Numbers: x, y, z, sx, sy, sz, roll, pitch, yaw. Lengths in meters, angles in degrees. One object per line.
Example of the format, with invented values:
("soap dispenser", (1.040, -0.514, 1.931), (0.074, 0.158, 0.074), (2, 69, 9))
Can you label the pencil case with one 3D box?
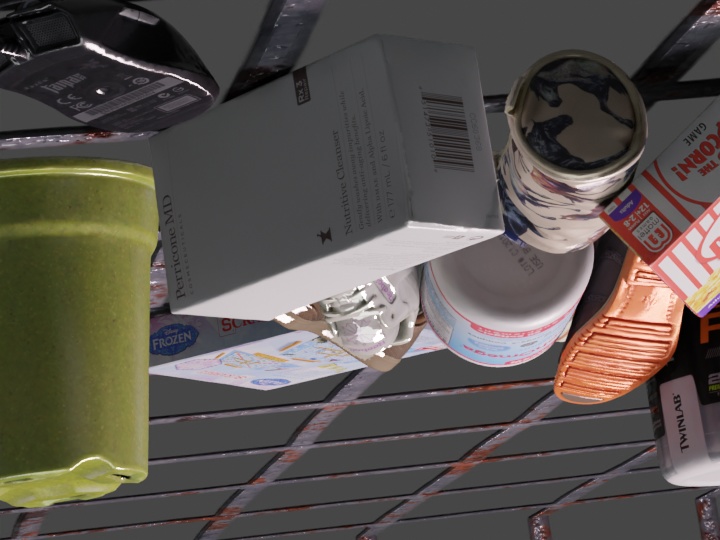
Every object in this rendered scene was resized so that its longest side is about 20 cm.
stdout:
("pencil case", (0.117, -0.067, 1.551), (0.089, 0.078, 0.200), (8, 168, 1))

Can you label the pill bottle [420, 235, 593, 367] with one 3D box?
("pill bottle", (0.096, 0.005, 1.798), (0.109, 0.109, 0.200), (-7, 168, -2))

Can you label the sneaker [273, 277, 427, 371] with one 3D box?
("sneaker", (-0.023, 0.005, 1.861), (0.076, 0.070, 0.200), (-51, 140, 9))

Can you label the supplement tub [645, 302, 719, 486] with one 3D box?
("supplement tub", (0.257, 0.045, 1.871), (0.122, 0.200, 0.123), (-9, 168, -2))

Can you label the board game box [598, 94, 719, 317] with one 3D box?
("board game box", (0.227, -0.053, 1.591), (0.152, 0.046, 0.200), (-45, 162, 5))

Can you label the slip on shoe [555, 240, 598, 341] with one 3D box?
("slip on shoe", (0.152, 0.007, 1.977), (0.061, 0.074, 0.200), (27, 172, 0))

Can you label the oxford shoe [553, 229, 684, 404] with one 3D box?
("oxford shoe", (0.185, 0.014, 1.818), (0.071, 0.073, 0.200), (11, 133, -20))

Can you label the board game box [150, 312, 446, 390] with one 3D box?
("board game box", (-0.042, 0.048, 2.067), (0.199, 0.041, 0.200), (-14, 167, 26))

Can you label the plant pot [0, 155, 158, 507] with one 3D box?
("plant pot", (-0.205, 0.046, 1.618), (0.200, 0.184, 0.200), (-7, 168, -1))

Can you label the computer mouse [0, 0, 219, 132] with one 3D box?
("computer mouse", (-0.124, -0.122, 1.249), (0.140, 0.046, 0.200), (-23, 156, 36))

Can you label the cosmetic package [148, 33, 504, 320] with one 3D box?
("cosmetic package", (-0.023, -0.048, 1.478), (0.081, 0.113, 0.200), (4, 161, -45))

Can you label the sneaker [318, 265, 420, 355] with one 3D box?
("sneaker", (0.000, 0.000, 1.739), (0.075, 0.100, 0.200), (-9, 167, 19))
